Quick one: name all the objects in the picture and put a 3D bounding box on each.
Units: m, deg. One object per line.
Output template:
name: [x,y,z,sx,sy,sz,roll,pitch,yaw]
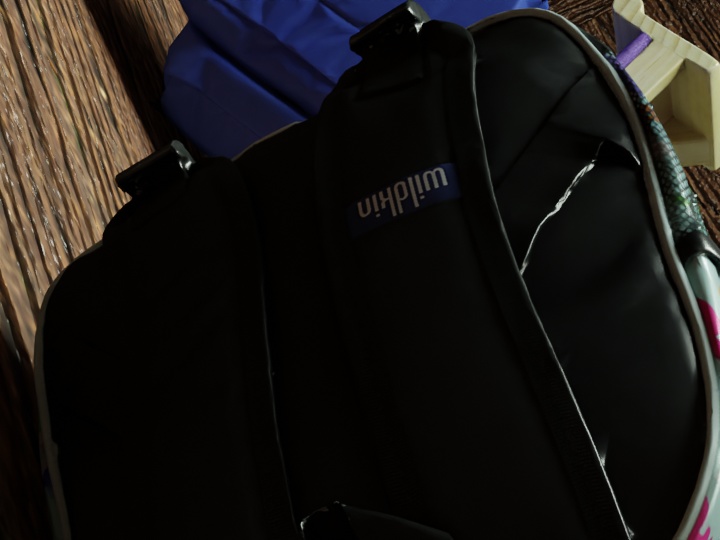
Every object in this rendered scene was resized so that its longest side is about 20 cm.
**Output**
backpack: [-0.008,-0.111,0.972,0.162,0.168,0.200,42,4,6]
toy sofa: [0.073,-0.037,0.953,0.097,0.200,0.083,38,-18,30]
backpack: [0.018,0.058,0.472,0.151,0.176,0.201,56,13,-33]
